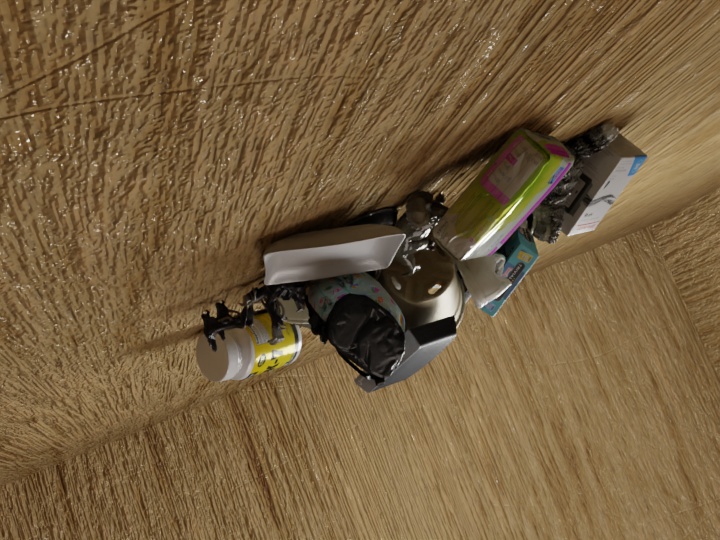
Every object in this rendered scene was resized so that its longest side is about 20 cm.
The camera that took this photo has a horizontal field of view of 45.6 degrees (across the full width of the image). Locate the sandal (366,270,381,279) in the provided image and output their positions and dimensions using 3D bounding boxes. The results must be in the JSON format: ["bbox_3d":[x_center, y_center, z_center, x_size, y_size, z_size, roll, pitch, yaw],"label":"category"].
[{"bbox_3d":[0.000,0.000,1.545,0.055,0.082,0.200,-43,174,-28],"label":"sandal"}]

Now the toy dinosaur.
[{"bbox_3d":[0.084,-0.063,1.298,0.101,0.078,0.200,-10,155,-35],"label":"toy dinosaur"}]

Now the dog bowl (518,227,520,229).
[{"bbox_3d":[0.293,-0.120,1.566,0.197,0.059,0.200,-23,171,-4],"label":"dog bowl"}]

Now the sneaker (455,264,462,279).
[{"bbox_3d":[0.218,-0.059,1.737,0.201,0.066,0.091,-58,-173,44],"label":"sneaker"}]

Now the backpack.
[{"bbox_3d":[-0.010,0.070,1.389,0.126,0.167,0.200,-42,-153,2],"label":"backpack"}]

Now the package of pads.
[{"bbox_3d":[0.201,-0.103,1.204,0.201,0.068,0.154,-51,162,21],"label":"package of pads"}]

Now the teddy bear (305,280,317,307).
[{"bbox_3d":[-0.021,0.076,1.539,0.067,0.198,0.146,-52,168,-37],"label":"teddy bear"}]

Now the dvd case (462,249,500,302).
[{"bbox_3d":[0.228,0.009,1.743,0.201,0.017,0.143,-56,-174,40],"label":"dvd case"}]

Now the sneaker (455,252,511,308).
[{"bbox_3d":[0.224,-0.016,1.596,0.088,0.201,0.076,-28,132,8],"label":"sneaker"}]

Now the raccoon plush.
[{"bbox_3d":[0.328,-0.128,1.343,0.199,0.136,0.096,-29,168,36],"label":"raccoon plush"}]

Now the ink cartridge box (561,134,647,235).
[{"bbox_3d":[0.381,-0.129,1.443,0.115,0.068,0.201,-11,139,-50],"label":"ink cartridge box"}]

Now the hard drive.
[{"bbox_3d":[0.085,0.157,1.568,0.133,0.043,0.200,-13,156,-40],"label":"hard drive"}]

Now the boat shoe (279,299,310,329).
[{"bbox_3d":[-0.070,0.081,1.628,0.198,0.073,0.060,12,178,-17],"label":"boat shoe"}]

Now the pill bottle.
[{"bbox_3d":[-0.219,0.150,1.684,0.114,0.116,0.199,-29,169,38],"label":"pill bottle"}]

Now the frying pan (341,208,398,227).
[{"bbox_3d":[-0.005,-0.049,1.336,0.113,0.031,0.190,-17,167,-26],"label":"frying pan"}]

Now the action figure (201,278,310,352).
[{"bbox_3d":[-0.151,0.065,1.387,0.197,0.103,0.119,-24,-175,10],"label":"action figure"}]

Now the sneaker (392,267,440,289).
[{"bbox_3d":[0.116,0.011,1.904,0.091,0.077,0.199,-19,167,32],"label":"sneaker"}]

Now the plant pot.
[{"bbox_3d":[0.106,0.025,1.599,0.198,0.203,0.184,-21,161,-7],"label":"plant pot"}]

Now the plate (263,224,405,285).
[{"bbox_3d":[-0.044,-0.026,1.236,0.196,0.033,0.200,-8,167,-8],"label":"plate"}]

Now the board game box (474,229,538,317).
[{"bbox_3d":[0.285,-0.015,1.710,0.152,0.047,0.200,-56,-173,21],"label":"board game box"}]
